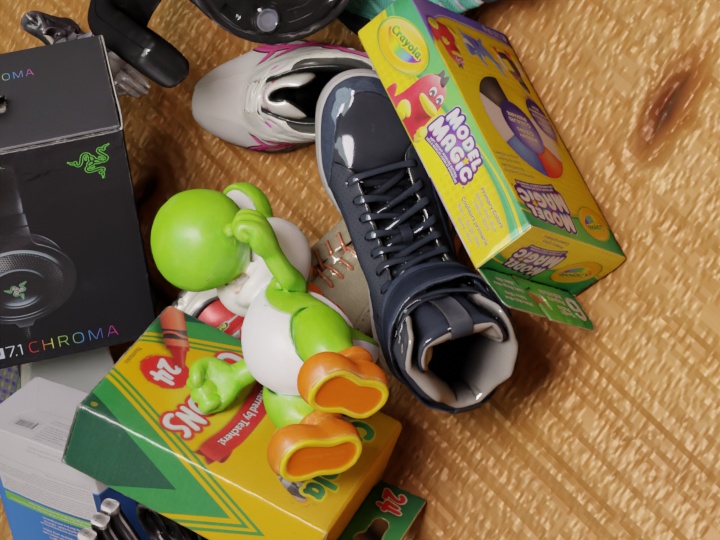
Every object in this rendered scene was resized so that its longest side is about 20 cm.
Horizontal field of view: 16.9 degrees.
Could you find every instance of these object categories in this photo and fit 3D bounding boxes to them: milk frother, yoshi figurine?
[{"bbox_3d":[-0.124,-0.237,1.510,0.180,0.200,0.188,-36,29,-6],"label":"milk frother"},{"bbox_3d":[-0.065,0.022,1.413,0.112,0.112,0.200,-29,49,0],"label":"yoshi figurine"}]

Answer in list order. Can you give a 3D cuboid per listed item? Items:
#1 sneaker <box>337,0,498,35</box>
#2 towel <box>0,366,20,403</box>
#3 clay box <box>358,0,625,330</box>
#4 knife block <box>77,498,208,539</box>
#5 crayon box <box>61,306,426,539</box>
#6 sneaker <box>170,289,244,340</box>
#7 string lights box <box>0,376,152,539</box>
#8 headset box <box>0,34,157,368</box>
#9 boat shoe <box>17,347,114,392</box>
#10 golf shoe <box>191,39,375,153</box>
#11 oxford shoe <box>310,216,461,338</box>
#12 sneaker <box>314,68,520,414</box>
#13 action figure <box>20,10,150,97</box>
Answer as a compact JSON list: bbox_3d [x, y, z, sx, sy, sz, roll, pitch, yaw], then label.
[{"bbox_3d":[0.059,-0.196,1.509,0.200,0.088,0.075,-8,123,53],"label":"sneaker"},{"bbox_3d":[-0.265,0.051,1.748,0.143,0.023,0.201,17,95,38],"label":"towel"},{"bbox_3d":[0.083,-0.062,1.424,0.048,0.115,0.201,-39,63,23],"label":"clay box"},{"bbox_3d":[-0.106,0.229,1.496,0.064,0.175,0.201,2,85,40],"label":"knife block"},{"bbox_3d":[-0.062,0.110,1.458,0.199,0.127,0.051,26,125,8],"label":"crayon box"},{"bbox_3d":[-0.110,0.097,1.586,0.085,0.077,0.201,27,115,5],"label":"sneaker"},{"bbox_3d":[-0.170,0.176,1.560,0.102,0.059,0.201,16,130,36],"label":"string lights box"},{"bbox_3d":[-0.226,-0.041,1.516,0.201,0.173,0.093,86,170,-46],"label":"headset box"},{"bbox_3d":[-0.205,0.049,1.664,0.064,0.070,0.201,-131,33,-76],"label":"boat shoe"},{"bbox_3d":[-0.041,-0.116,1.547,0.199,0.092,0.073,0,85,40],"label":"golf shoe"},{"bbox_3d":[0.000,0.000,1.508,0.071,0.074,0.200,42,110,34],"label":"oxford shoe"},{"bbox_3d":[0.034,-0.014,1.409,0.146,0.077,0.203,-133,25,-74],"label":"sneaker"},{"bbox_3d":[-0.201,-0.113,1.637,0.119,0.102,0.200,-54,17,10],"label":"action figure"}]
